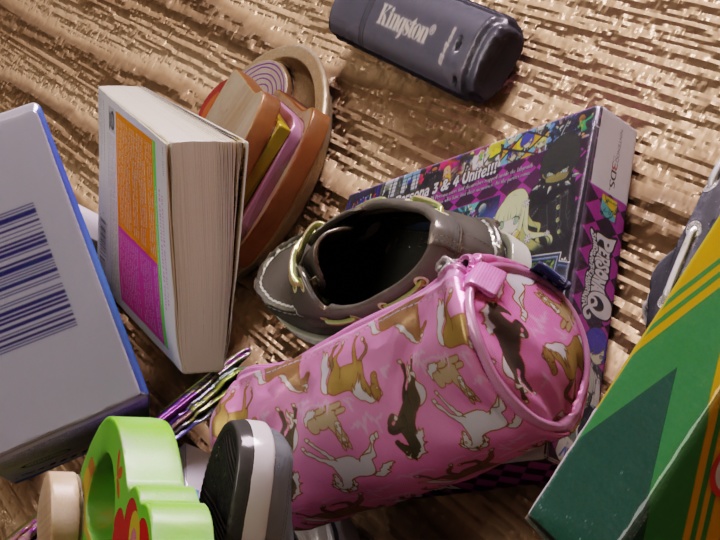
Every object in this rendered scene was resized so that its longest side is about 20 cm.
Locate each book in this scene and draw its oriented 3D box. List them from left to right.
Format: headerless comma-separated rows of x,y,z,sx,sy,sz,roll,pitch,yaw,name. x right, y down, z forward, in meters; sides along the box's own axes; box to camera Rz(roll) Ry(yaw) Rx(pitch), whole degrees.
-0.125,-0.031,0.955,0.200,0.047,0.135,-146,57,-62,book

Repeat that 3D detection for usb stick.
0.035,-0.148,0.961,0.056,0.032,0.200,-58,32,4,usb stick

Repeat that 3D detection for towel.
-0.152,0.125,0.909,0.200,0.023,0.143,-40,1,-33,towel

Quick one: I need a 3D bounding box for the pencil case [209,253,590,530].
0.012,0.060,0.723,0.199,0.082,0.088,-30,52,43,pencil case

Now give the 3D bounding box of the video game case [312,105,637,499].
0.048,0.025,0.807,0.199,0.036,0.183,-18,54,49,video game case

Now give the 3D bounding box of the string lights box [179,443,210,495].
-0.142,0.198,0.929,0.199,0.059,0.104,-37,39,34,string lights box

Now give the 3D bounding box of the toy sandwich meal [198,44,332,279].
-0.094,-0.074,1.054,0.204,0.070,0.207,-35,41,37,toy sandwich meal

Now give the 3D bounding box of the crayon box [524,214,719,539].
0.162,0.035,0.550,0.201,0.126,0.051,-59,32,6,crayon box

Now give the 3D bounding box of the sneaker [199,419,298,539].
-0.014,0.159,0.710,0.084,0.119,0.202,-116,30,-62,sneaker

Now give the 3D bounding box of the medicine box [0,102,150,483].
-0.206,0.022,0.960,0.200,0.102,0.184,125,124,-78,medicine box

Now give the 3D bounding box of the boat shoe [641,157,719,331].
0.147,0.017,0.638,0.067,0.071,0.202,10,72,55,boat shoe

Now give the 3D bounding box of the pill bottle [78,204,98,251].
-0.252,0.042,1.155,0.112,0.112,0.202,21,84,58,pill bottle

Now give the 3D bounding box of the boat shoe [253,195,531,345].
0.001,-0.003,0.803,0.201,0.060,0.073,-3,64,54,boat shoe

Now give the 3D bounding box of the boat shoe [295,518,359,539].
-0.066,0.210,0.800,0.071,0.069,0.202,22,86,58,boat shoe

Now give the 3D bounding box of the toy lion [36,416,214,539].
-0.098,0.154,0.698,0.192,0.068,0.202,122,147,-53,toy lion
